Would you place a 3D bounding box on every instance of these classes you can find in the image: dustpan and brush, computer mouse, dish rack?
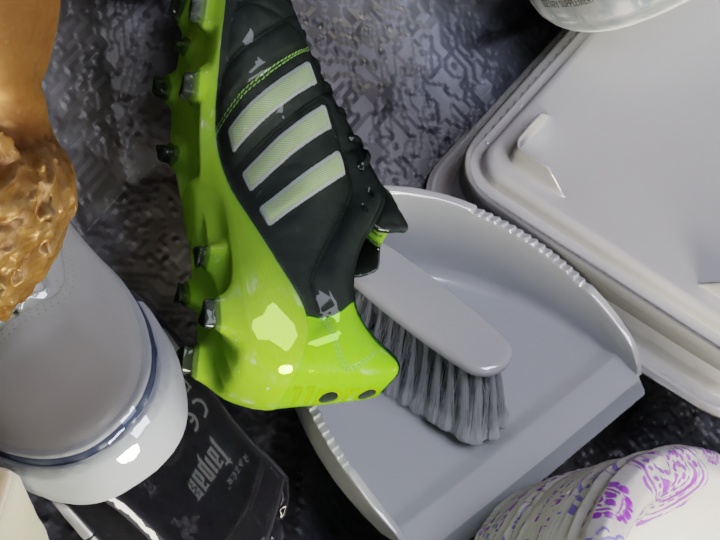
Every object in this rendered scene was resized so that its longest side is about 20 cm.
[{"bbox_3d":[0.000,0.000,1.016,0.200,0.057,0.139,39,53,21],"label":"dustpan and brush"},{"bbox_3d":[-0.076,0.105,0.946,0.200,0.046,0.141,46,51,-24],"label":"computer mouse"},{"bbox_3d":[0.141,-0.049,1.097,0.171,0.044,0.200,33,53,13],"label":"dish rack"}]

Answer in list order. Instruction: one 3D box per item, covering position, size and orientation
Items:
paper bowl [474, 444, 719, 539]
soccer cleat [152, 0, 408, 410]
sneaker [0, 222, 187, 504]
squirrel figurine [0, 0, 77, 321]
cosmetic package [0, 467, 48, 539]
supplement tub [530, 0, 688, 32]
[{"bbox_3d":[0.098,0.170,0.975,0.201,0.104,0.201,27,55,-46],"label":"paper bowl"},{"bbox_3d":[-0.028,-0.039,0.980,0.081,0.068,0.200,6,59,-20],"label":"soccer cleat"},{"bbox_3d":[-0.122,0.002,0.871,0.073,0.200,0.071,-39,131,-6],"label":"sneaker"},{"bbox_3d":[-0.185,-0.054,0.772,0.186,0.142,0.200,-4,73,-28],"label":"squirrel figurine"},{"bbox_3d":[-0.156,0.162,0.822,0.071,0.105,0.200,11,63,9],"label":"cosmetic package"},{"bbox_3d":[0.081,-0.206,1.078,0.123,0.122,0.200,-48,117,-35],"label":"supplement tub"}]
